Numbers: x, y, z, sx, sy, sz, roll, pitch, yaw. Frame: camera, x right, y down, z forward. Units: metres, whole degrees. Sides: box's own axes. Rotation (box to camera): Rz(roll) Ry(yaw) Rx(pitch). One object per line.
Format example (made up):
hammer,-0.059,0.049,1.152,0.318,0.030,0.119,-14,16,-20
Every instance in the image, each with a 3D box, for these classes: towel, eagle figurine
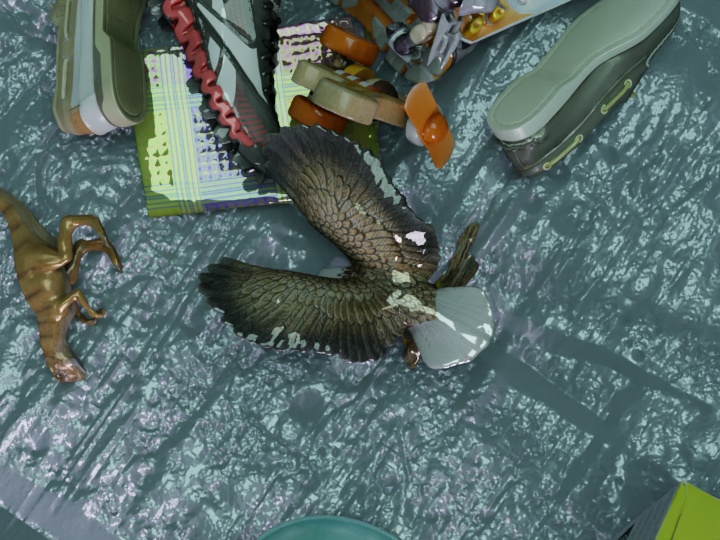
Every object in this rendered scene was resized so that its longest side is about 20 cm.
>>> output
towel,-0.082,-0.121,1.533,0.199,0.023,0.144,-9,83,-2
eagle figurine,-0.005,0.002,1.456,0.151,0.200,0.152,-33,43,32

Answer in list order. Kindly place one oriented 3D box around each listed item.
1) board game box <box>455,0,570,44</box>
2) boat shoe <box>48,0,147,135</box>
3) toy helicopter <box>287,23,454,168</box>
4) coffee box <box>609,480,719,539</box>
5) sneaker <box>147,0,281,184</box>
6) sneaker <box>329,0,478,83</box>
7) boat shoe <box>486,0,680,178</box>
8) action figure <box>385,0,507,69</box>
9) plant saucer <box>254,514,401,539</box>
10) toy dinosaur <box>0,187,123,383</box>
board game box,0.130,-0.306,1.493,0.199,0.026,0.201,-25,93,-13
boat shoe,-0.213,-0.202,1.512,0.068,0.075,0.201,-13,64,24
toy helicopter,0.008,-0.122,1.424,0.132,0.200,0.079,26,99,4
coffee box,0.251,0.304,1.373,0.199,0.198,0.200,29,67,3
sneaker,-0.094,-0.169,1.491,0.098,0.071,0.201,-25,82,-2
sneaker,0.022,-0.239,1.531,0.077,0.078,0.200,-28,77,-35
boat shoe,0.185,-0.155,1.523,0.202,0.072,0.060,-42,126,-18
action figure,0.022,-0.229,1.442,0.199,0.069,0.131,21,99,20
plant saucer,-0.013,0.279,1.434,0.199,0.036,0.200,15,47,-17
toy dinosaur,-0.249,-0.012,1.496,0.106,0.060,0.201,-23,83,-2
